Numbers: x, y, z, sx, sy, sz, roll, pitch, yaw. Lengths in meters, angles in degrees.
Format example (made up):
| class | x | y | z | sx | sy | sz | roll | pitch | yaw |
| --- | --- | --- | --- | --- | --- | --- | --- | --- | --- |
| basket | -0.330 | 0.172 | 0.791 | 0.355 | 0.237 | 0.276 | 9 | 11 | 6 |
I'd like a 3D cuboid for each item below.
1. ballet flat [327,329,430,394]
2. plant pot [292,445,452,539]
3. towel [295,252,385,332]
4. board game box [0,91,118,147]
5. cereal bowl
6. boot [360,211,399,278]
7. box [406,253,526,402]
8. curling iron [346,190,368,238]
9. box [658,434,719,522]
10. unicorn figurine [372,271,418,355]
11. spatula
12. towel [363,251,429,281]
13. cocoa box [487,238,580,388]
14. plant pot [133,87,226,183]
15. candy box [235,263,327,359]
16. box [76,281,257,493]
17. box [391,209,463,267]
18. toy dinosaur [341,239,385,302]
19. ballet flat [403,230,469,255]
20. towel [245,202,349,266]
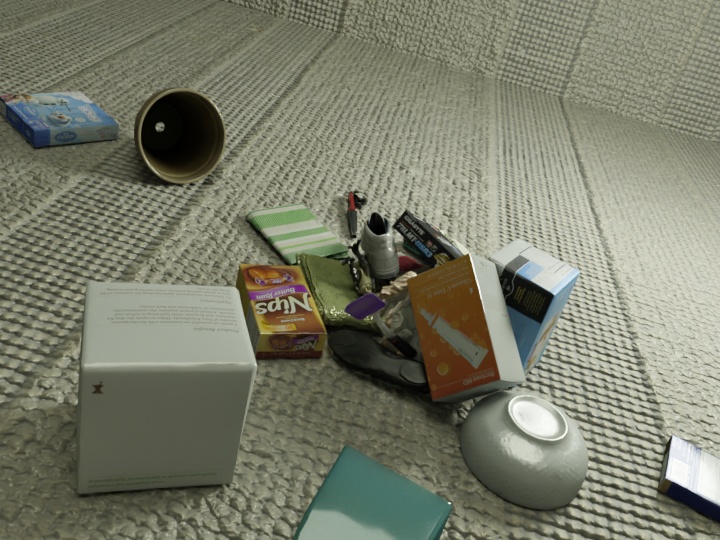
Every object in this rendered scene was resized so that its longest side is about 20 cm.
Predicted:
| class | x | y | z | sx | sy | sz | roll | pitch | yaw |
| --- | --- | --- | --- | --- | --- | --- | --- | --- | --- |
| ballet flat | 0.030 | 0.155 | 1.180 | 0.198 | 0.057 | 0.067 | 23 | 59 | 22 |
| plant pot | -0.013 | 0.332 | 0.777 | 0.140 | 0.143 | 0.200 | 24 | 39 | 16 |
| towel | -0.037 | 0.039 | 1.316 | 0.146 | 0.037 | 0.201 | 12 | 29 | -28 |
| board game box | -0.697 | -0.354 | 1.662 | 0.197 | 0.044 | 0.199 | -17 | 43 | -44 |
| cereal bowl | 0.252 | 0.250 | 1.077 | 0.197 | 0.084 | 0.201 | 12 | 32 | -7 |
| boot | 0.036 | -0.071 | 1.382 | 0.072 | 0.097 | 0.201 | -10 | 27 | -6 |
| box | 0.165 | 0.094 | 1.139 | 0.097 | 0.123 | 0.203 | 16 | 57 | -53 |
| curling iron | -0.010 | -0.131 | 1.629 | 0.049 | 0.026 | 0.201 | 10 | 31 | -3 |
| box | 0.569 | 0.345 | 1.116 | 0.198 | 0.033 | 0.121 | 25 | 32 | 18 |
| unicorn figurine | 0.085 | 0.078 | 1.252 | 0.073 | 0.201 | 0.137 | 34 | 62 | 21 |
| spatula | 0.041 | 0.094 | 1.156 | 0.200 | 0.056 | 0.021 | 48 | 21 | -41 |
| towel | 0.114 | 0.015 | 1.429 | 0.199 | 0.023 | 0.143 | 34 | 23 | 29 |
| cocoa box | 0.271 | 0.073 | 1.255 | 0.130 | 0.202 | 0.133 | 31 | 33 | 24 |
| plant pot | -0.422 | -0.309 | 1.598 | 0.197 | 0.203 | 0.173 | -7 | 21 | -33 |
| candy box | -0.139 | 0.066 | 1.225 | 0.115 | 0.057 | 0.201 | 2 | 35 | -23 |
| box | -0.251 | 0.144 | 0.906 | 0.196 | 0.203 | 0.172 | 3 | 30 | -21 |
| box | 0.169 | -0.020 | 1.384 | 0.199 | 0.050 | 0.200 | 48 | 11 | 21 |
| toy dinosaur | 0.000 | 0.000 | 1.309 | 0.047 | 0.089 | 0.201 | -24 | 28 | 4 |
| ballet flat | 0.179 | -0.044 | 1.532 | 0.199 | 0.069 | 0.068 | 35 | 29 | 29 |
| towel | -0.133 | -0.076 | 1.491 | 0.151 | 0.024 | 0.200 | -12 | 42 | -37 |
